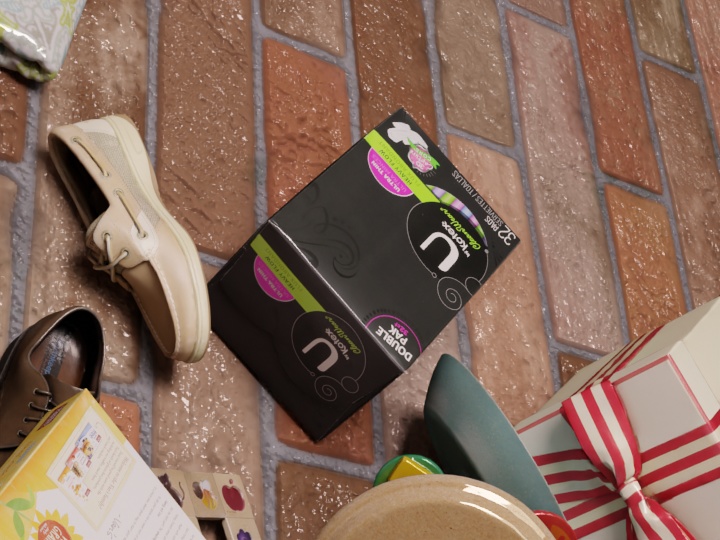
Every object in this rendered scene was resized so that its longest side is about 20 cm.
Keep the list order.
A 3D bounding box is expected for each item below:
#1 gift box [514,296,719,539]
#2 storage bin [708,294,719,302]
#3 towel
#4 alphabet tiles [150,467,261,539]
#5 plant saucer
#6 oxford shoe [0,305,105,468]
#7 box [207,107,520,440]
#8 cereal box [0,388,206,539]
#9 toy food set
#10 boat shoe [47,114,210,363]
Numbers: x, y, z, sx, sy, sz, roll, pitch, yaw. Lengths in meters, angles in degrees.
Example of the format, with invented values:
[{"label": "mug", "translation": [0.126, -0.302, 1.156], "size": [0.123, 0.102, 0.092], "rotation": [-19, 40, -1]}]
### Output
[{"label": "gift box", "translation": [0.233, 0.158, 1.169], "size": [0.185, 0.200, 0.186], "rotation": [55, 32, 4]}, {"label": "storage bin", "translation": [0.325, 0.112, 1.340], "size": [0.199, 0.094, 0.136], "rotation": [-32, 84, -46]}, {"label": "towel", "translation": [-0.296, -0.250, 1.112], "size": [0.199, 0.048, 0.172], "rotation": [29, 50, -21]}, {"label": "alphabet tiles", "translation": [-0.111, 0.201, 0.926], "size": [0.199, 0.008, 0.168], "rotation": [18, 47, -57]}, {"label": "plant saucer", "translation": [0.097, 0.157, 1.084], "size": [0.036, 0.200, 0.201], "rotation": [-29, 80, -9]}, {"label": "oxford shoe", "translation": [-0.205, 0.104, 0.916], "size": [0.072, 0.084, 0.202], "rotation": [26, 50, -26]}, {"label": "box", "translation": [0.000, 0.000, 1.125], "size": [0.149, 0.124, 0.200], "rotation": [47, 44, -1]}, {"label": "cereal box", "translation": [-0.134, 0.184, 0.841], "size": [0.201, 0.039, 0.144], "rotation": [55, 24, -11]}, {"label": "toy food set", "translation": [0.055, 0.230, 0.990], "size": [0.199, 0.199, 0.049], "rotation": [35, 7, 0]}, {"label": "boat shoe", "translation": [-0.166, -0.020, 1.046], "size": [0.064, 0.072, 0.201], "rotation": [-12, 67, -34]}]
